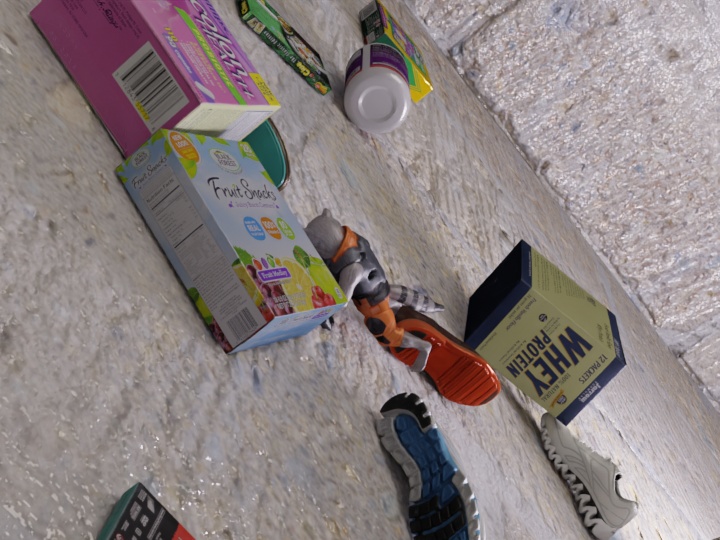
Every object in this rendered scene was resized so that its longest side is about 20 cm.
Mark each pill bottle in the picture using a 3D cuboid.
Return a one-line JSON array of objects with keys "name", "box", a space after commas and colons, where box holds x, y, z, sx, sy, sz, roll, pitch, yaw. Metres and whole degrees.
[{"name": "pill bottle", "box": [0.028, -0.319, 1.734, 0.113, 0.112, 0.200, 47, 20, -22]}]

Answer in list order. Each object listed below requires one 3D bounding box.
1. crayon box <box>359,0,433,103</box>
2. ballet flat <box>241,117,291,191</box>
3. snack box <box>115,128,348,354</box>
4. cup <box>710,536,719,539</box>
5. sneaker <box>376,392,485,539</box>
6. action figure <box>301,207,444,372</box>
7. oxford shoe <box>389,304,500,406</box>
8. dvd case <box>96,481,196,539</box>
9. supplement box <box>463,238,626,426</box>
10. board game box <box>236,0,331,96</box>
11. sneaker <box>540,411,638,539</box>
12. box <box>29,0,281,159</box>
[{"name": "crayon box", "box": [0.077, -0.484, 2.225, 0.173, 0.058, 0.201, 45, 21, -30]}, {"name": "ballet flat", "box": [-0.140, -0.177, 1.155, 0.201, 0.068, 0.067, 56, 11, -2]}, {"name": "snack box", "box": [-0.116, -0.030, 0.952, 0.201, 0.068, 0.168, 56, 19, 9]}, {"name": "cup", "box": [0.501, 0.481, 1.435, 0.142, 0.201, 0.201, 6, 45, -31]}, {"name": "sneaker", "box": [0.085, 0.218, 1.015, 0.087, 0.075, 0.201, 43, 21, -46]}, {"name": "action figure", "box": [0.000, 0.000, 1.133, 0.194, 0.104, 0.201, 48, 18, -35]}, {"name": "oxford shoe", "box": [0.105, 0.102, 1.265, 0.200, 0.071, 0.073, 41, 18, -35]}, {"name": "dvd case", "box": [-0.094, 0.241, 0.608, 0.200, 0.022, 0.146, 49, 19, -13]}, {"name": "supplement box", "box": [0.278, 0.089, 1.543, 0.199, 0.134, 0.200, 38, 21, -5]}, {"name": "board game box", "box": [-0.122, -0.365, 1.588, 0.200, 0.023, 0.105, 39, 26, -41]}, {"name": "sneaker", "box": [0.334, 0.289, 1.485, 0.075, 0.081, 0.201, 18, 39, -58]}, {"name": "box", "box": [-0.196, -0.207, 1.015, 0.177, 0.096, 0.200, 56, 18, 4]}]
